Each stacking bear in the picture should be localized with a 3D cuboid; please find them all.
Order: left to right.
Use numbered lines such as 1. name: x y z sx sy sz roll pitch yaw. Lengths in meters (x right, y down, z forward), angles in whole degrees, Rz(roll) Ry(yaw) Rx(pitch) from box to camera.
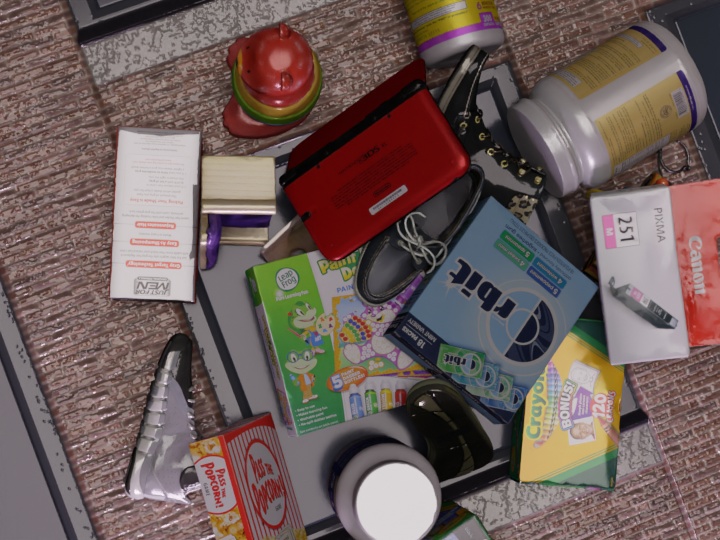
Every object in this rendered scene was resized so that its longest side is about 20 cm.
1. stacking bear: -0.098 -0.223 1.531 0.113 0.200 0.122 4 86 -6

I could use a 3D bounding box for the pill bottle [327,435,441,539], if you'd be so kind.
1. pill bottle: 0.028 0.251 1.519 0.119 0.200 0.120 0 86 -6

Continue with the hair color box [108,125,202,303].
1. hair color box: -0.238 -0.064 1.579 0.101 0.061 0.201 3 86 -6

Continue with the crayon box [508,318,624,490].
1. crayon box: 0.248 0.157 1.618 0.118 0.058 0.201 5 86 -6

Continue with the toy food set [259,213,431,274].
1. toy food set: 0.000 0.000 1.596 0.143 0.060 0.200 -44 96 -6

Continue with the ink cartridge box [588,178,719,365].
1. ink cartridge box: 0.362 0.000 1.556 0.173 0.044 0.201 -7 97 9

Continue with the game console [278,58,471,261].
1. game console: 0.019 -0.128 1.537 0.200 0.119 0.173 -35 78 16

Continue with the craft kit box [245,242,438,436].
1. craft kit box: -0.010 0.068 1.538 0.200 0.049 0.198 -15 85 -18

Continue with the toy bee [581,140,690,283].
1. toy bee: 0.335 -0.077 1.616 0.131 0.109 0.200 13 86 -3

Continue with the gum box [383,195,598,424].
1. gum box: 0.151 0.046 1.546 0.170 0.045 0.200 39 73 -10

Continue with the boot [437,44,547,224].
1. boot: 0.153 -0.149 1.578 0.153 0.074 0.204 23 118 4

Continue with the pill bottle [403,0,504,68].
1. pill bottle: 0.096 -0.349 1.606 0.104 0.104 0.200 -17 89 -7

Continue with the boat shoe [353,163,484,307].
1. boat shoe: 0.069 -0.042 1.517 0.200 0.062 0.075 -46 101 -11

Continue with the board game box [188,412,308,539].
1. board game box: -0.119 0.273 1.526 0.046 0.151 0.200 -17 89 17

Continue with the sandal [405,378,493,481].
1. sandal: 0.102 0.177 1.555 0.080 0.201 0.057 -19 46 2

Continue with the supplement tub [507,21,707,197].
1. supplement tub: 0.290 -0.188 1.597 0.200 0.145 0.146 -30 90 -6

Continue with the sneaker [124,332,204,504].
1. sneaker: -0.196 0.178 1.571 0.115 0.075 0.200 16 96 -10

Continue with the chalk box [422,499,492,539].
1. chalk box: 0.102 0.351 1.522 0.124 0.200 0.125 -33 90 -7

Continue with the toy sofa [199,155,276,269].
1. toy sofa: -0.139 -0.061 1.520 0.083 0.200 0.098 0 81 -6
